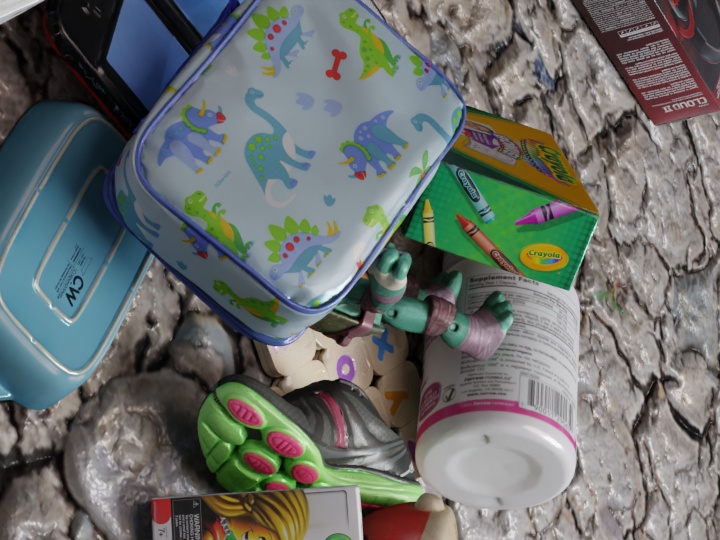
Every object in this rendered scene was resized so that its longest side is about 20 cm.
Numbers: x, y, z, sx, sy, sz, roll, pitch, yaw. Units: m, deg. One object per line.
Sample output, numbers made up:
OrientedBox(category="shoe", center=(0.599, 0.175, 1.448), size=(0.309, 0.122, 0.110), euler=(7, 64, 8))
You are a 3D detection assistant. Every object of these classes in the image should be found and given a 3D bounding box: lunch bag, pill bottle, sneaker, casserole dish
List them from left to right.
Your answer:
OrientedBox(category="casserole dish", center=(-0.172, -0.013, 1.096), size=(0.121, 0.039, 0.201), euler=(51, 47, -32))
OrientedBox(category="lunch bag", center=(-0.044, -0.072, 1.111), size=(0.161, 0.082, 0.200), euler=(39, 61, -6))
OrientedBox(category="sneaker", center=(-0.036, 0.107, 1.207), size=(0.200, 0.076, 0.084), euler=(34, 40, -48))
OrientedBox(category="pill bottle", center=(0.102, 0.060, 1.361), size=(0.113, 0.113, 0.201), euler=(44, 39, -38))

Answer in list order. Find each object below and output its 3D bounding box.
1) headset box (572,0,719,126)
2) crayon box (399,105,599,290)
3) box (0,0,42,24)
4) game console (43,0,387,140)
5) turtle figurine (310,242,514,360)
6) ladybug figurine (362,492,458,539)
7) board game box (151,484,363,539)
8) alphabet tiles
OrientedBox(category="headset box", center=(0.276, -0.242, 1.703), size=(0.200, 0.075, 0.149), euler=(51, 45, -33))
OrientedBox(category="crayon box", center=(0.083, -0.060, 1.288), size=(0.200, 0.118, 0.059), euler=(-103, -148, -70))
OrientedBox(category="box", center=(-0.263, -0.132, 0.826), size=(0.200, 0.199, 0.131), euler=(-31, 101, -33))
OrientedBox(category="game console", center=(-0.082, -0.147, 1.169), size=(0.200, 0.118, 0.173), euler=(51, 28, -32))
OrientedBox(category="turtle figurine", center=(0.000, 0.000, 1.252), size=(0.199, 0.101, 0.150), euler=(24, 20, -36))
OrientedBox(category="ladybug figurine", center=(0.006, 0.232, 1.200), size=(0.136, 0.072, 0.201), euler=(-50, 159, -83))
OrientedBox(category="board game box", center=(-0.057, 0.232, 1.123), size=(0.035, 0.125, 0.201), euler=(73, 12, -82))
OrientedBox(category="alphabet tiles", center=(-0.012, 0.113, 1.293), size=(0.195, 0.015, 0.201), euler=(-33, 108, -51))
